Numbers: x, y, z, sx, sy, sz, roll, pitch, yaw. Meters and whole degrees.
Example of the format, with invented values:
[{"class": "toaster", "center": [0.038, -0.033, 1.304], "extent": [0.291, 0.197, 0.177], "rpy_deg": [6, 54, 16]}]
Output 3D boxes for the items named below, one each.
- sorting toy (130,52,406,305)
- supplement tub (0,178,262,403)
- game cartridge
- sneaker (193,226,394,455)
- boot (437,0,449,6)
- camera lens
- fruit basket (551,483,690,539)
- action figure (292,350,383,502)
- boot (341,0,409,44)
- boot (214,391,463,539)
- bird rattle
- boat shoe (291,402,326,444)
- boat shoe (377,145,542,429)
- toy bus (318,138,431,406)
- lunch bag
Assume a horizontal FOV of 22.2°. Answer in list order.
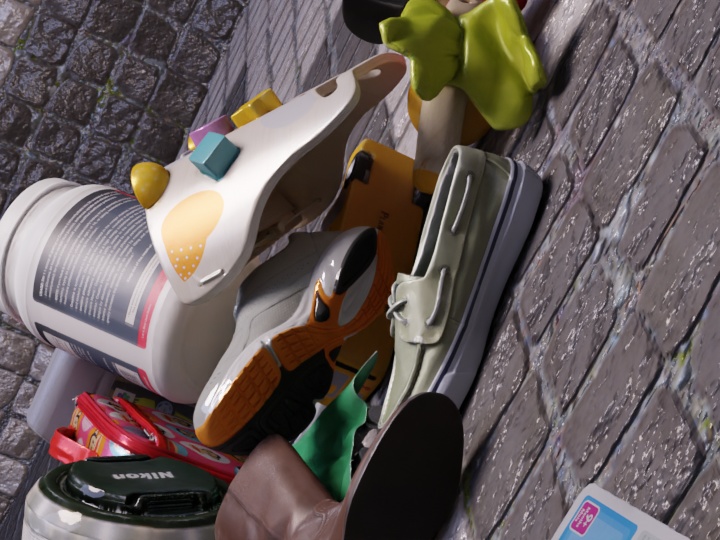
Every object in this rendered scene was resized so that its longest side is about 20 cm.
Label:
[{"class": "sorting toy", "center": [-0.050, -0.088, 1.299], "extent": [0.180, 0.107, 0.200], "rpy_deg": [-35, 3, 26]}, {"class": "supplement tub", "center": [-0.189, 0.013, 1.494], "extent": [0.140, 0.199, 0.141], "rpy_deg": [-41, -38, -42]}, {"class": "game cartridge", "center": [-0.187, 0.124, 1.630], "extent": [0.134, 0.199, 0.041], "rpy_deg": [-63, 23, 14]}, {"class": "sneaker", "center": [-0.060, 0.047, 1.257], "extent": [0.091, 0.076, 0.200], "rpy_deg": [6, 44, 40]}, {"class": "boot", "center": [0.096, -0.239, 1.422], "extent": [0.201, 0.066, 0.175], "rpy_deg": [-58, 3, 33]}, {"class": "camera lens", "center": [-0.164, 0.240, 1.295], "extent": [0.160, 0.159, 0.202], "rpy_deg": [-129, 46, -76]}, {"class": "fruit basket", "center": [0.079, 0.180, 0.647], "extent": [0.186, 0.093, 0.200], "rpy_deg": [-66, 15, 1]}, {"class": "action figure", "center": [-0.030, 0.145, 1.260], "extent": [0.200, 0.054, 0.119], "rpy_deg": [-41, 30, 56]}, {"class": "boot", "center": [0.049, -0.293, 1.467], "extent": [0.175, 0.069, 0.200], "rpy_deg": [-63, 1, -38]}, {"class": "boot", "center": [-0.022, 0.132, 1.128], "extent": [0.188, 0.064, 0.200], "rpy_deg": [-67, 26, 7]}, {"class": "bird rattle", "center": [0.062, -0.144, 1.278], "extent": [0.200, 0.112, 0.164], "rpy_deg": [-86, 6, -65]}, {"class": "boat shoe", "center": [-0.067, 0.104, 1.451], "extent": [0.200, 0.070, 0.073], "rpy_deg": [-37, 32, 67]}, {"class": "boat shoe", "center": [0.048, 0.020, 1.137], "extent": [0.072, 0.062, 0.201], "rpy_deg": [-178, 110, -77]}, {"class": "toy bus", "center": [0.000, 0.000, 1.377], "extent": [0.078, 0.065, 0.201], "rpy_deg": [126, 162, -49]}, {"class": "lunch bag", "center": [-0.174, 0.163, 1.515], "extent": [0.083, 0.175, 0.200], "rpy_deg": [-68, 22, 1]}]
